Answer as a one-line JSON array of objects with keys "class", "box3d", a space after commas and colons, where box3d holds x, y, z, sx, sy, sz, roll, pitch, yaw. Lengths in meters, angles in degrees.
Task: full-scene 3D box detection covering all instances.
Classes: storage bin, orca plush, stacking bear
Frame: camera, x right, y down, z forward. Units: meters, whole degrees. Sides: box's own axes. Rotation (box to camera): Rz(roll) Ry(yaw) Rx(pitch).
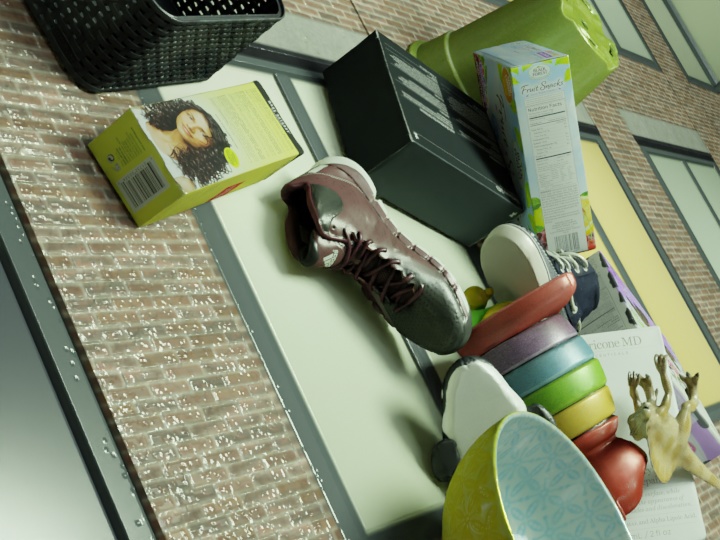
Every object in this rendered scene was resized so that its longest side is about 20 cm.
[{"class": "storage bin", "box3d": [-0.162, -0.223, 1.024, 0.136, 0.093, 0.200, 59, 27, 3]}, {"class": "orca plush", "box3d": [0.120, 0.156, 1.108, 0.200, 0.105, 0.071, 52, 2, -12]}, {"class": "stacking bear", "box3d": [0.174, 0.123, 1.141, 0.201, 0.113, 0.122, 61, -10, 9]}]

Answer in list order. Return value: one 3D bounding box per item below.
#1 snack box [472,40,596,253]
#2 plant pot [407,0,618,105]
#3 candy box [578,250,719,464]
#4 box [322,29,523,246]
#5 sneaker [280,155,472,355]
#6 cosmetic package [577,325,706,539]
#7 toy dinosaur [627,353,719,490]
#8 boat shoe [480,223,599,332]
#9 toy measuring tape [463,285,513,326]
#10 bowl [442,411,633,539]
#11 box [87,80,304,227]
[{"class": "snack box", "box3d": [0.180, -0.129, 1.390, 0.169, 0.067, 0.202, -118, -165, -73]}, {"class": "plant pot", "box3d": [0.187, -0.234, 1.533, 0.200, 0.189, 0.201, 41, 29, -29]}, {"class": "candy box", "box3d": [0.293, 0.101, 1.420, 0.168, 0.071, 0.200, 49, 15, -26]}, {"class": "box", "box3d": [0.064, -0.127, 1.326, 0.199, 0.079, 0.142, 26, 37, -47]}, {"class": "sneaker", "box3d": [0.000, 0.000, 1.094, 0.200, 0.076, 0.115, 50, 30, 9]}, {"class": "cosmetic package", "box3d": [0.240, 0.159, 1.222, 0.074, 0.101, 0.202, 112, -30, -70]}, {"class": "toy dinosaur", "box3d": [0.266, 0.138, 1.154, 0.200, 0.058, 0.102, 36, 50, -45]}, {"class": "boat shoe", "box3d": [0.178, 0.001, 1.289, 0.074, 0.093, 0.201, 29, -24, 32]}, {"class": "toy measuring tape", "box3d": [0.160, 0.096, 1.240, 0.201, 0.073, 0.073, 58, 26, 14]}, {"class": "bowl", "box3d": [0.119, 0.218, 0.999, 0.200, 0.107, 0.201, 41, 30, -30]}, {"class": "box", "box3d": [-0.118, -0.092, 1.003, 0.076, 0.050, 0.200, 57, 25, 0]}]
